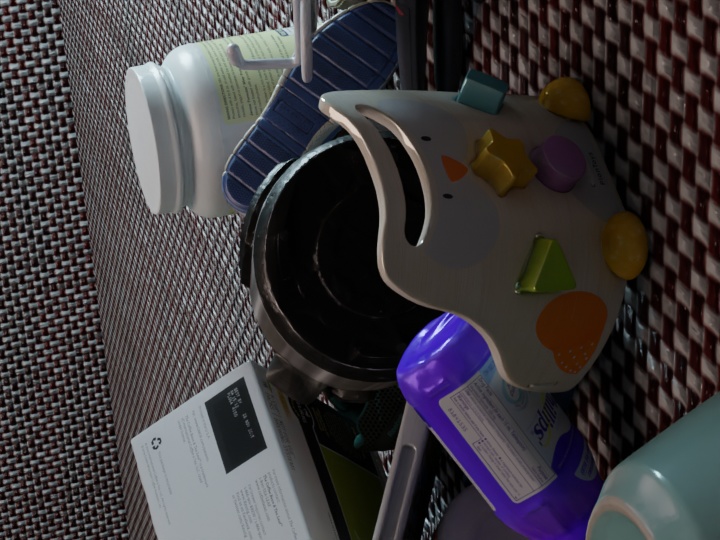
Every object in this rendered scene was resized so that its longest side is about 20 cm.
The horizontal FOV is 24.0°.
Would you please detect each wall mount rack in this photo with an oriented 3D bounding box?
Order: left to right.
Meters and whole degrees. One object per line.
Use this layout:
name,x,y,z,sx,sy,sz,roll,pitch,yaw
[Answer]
wall mount rack,-0.066,-0.230,1.122,0.174,0.074,0.202,89,180,-63

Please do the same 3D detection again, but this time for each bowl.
bowl,0.183,0.159,0.858,0.201,0.104,0.203,169,90,-75

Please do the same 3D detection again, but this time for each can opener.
can opener,0.049,-0.185,1.158,0.201,0.063,0.079,99,159,-51

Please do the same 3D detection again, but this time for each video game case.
video game case,0.028,0.183,1.208,0.200,0.023,0.184,74,-150,-74

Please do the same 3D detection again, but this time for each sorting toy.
sorting toy,0.059,-0.042,0.978,0.107,0.179,0.202,-40,59,38

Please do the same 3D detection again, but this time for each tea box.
tea box,-0.059,0.213,1.374,0.196,0.133,0.201,35,-153,-50

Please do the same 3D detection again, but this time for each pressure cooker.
pressure cooker,0.002,0.002,1.231,0.200,0.174,0.181,126,131,-82

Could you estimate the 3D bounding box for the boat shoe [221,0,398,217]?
boat shoe,-0.032,-0.123,1.324,0.072,0.200,0.072,41,179,17

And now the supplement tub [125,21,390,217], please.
supplement tub,-0.087,-0.125,1.423,0.145,0.198,0.147,169,90,-74

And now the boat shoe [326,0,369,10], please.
boat shoe,-0.007,-0.260,1.307,0.202,0.060,0.073,120,137,-66

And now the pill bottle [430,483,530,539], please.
pill bottle,0.090,0.235,1.219,0.201,0.108,0.110,106,148,-58

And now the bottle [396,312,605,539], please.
bottle,0.104,0.117,1.046,0.201,0.065,0.084,52,-155,-10

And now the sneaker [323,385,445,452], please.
sneaker,0.005,0.079,1.439,0.201,0.090,0.078,-120,25,-49

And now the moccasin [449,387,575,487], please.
moccasin,0.105,0.065,1.133,0.068,0.080,0.201,55,141,30
